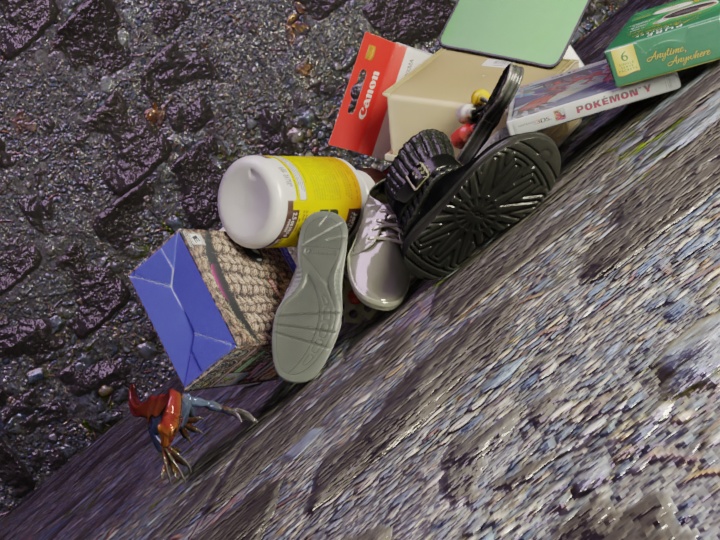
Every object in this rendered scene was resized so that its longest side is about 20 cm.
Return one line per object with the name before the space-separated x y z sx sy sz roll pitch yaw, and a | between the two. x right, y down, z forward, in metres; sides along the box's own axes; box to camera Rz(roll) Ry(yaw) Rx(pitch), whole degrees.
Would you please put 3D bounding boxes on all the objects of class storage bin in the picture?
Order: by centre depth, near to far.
storage bin | 0.161 -0.212 1.568 0.199 0.094 0.199 11 34 30

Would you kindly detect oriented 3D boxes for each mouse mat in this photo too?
mouse mat | 0.210 -0.350 1.598 0.199 0.008 0.161 20 79 37

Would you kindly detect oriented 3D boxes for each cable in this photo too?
cable | 0.133 -0.176 1.361 0.097 0.050 0.200 -63 -1 -7

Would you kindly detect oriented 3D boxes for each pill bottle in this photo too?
pill bottle | -0.069 -0.084 1.467 0.109 0.110 0.200 -36 -19 36

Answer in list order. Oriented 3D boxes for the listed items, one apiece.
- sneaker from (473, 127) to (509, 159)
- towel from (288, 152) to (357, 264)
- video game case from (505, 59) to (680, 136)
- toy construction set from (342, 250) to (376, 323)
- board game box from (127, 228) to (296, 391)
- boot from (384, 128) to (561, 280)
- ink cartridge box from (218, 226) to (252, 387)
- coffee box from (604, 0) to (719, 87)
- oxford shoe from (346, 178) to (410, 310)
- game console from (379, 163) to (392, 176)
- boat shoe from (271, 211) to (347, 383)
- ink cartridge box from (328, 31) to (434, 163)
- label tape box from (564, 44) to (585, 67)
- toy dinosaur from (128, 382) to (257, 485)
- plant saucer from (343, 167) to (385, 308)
sneaker | 0.145 -0.083 1.398 0.082 0.074 0.200 2 -37 -49
towel | -0.061 -0.060 1.652 0.200 0.036 0.149 49 124 50
video game case | 0.252 -0.202 1.337 0.181 0.023 0.200 -16 16 13
toy construction set | 0.000 0.000 1.484 0.131 0.093 0.200 -17 11 -4
board game box | -0.150 0.045 1.438 0.097 0.160 0.200 -37 -18 25
boot | 0.110 -0.104 1.287 0.211 0.079 0.158 -38 32 22
ink cartridge box | -0.171 0.045 1.751 0.147 0.200 0.145 -40 5 -17
coffee box | 0.335 -0.250 1.275 0.123 0.044 0.200 -13 16 25
oxford shoe | 0.028 -0.036 1.383 0.200 0.075 0.058 -80 6 -45
game console | 0.103 -0.127 1.733 0.200 0.119 0.172 -35 7 43
boat shoe | -0.053 0.035 1.372 0.065 0.074 0.203 85 -167 -68
ink cartridge box | 0.056 -0.226 1.659 0.200 0.050 0.162 6 -75 -55
label tape box | 0.255 -0.306 1.700 0.063 0.200 0.144 -35 4 5
toy dinosaur | -0.223 0.170 1.353 0.105 0.199 0.182 -58 -20 -24
plant saucer | -0.021 -0.048 1.671 0.037 0.201 0.200 14 -34 -35
